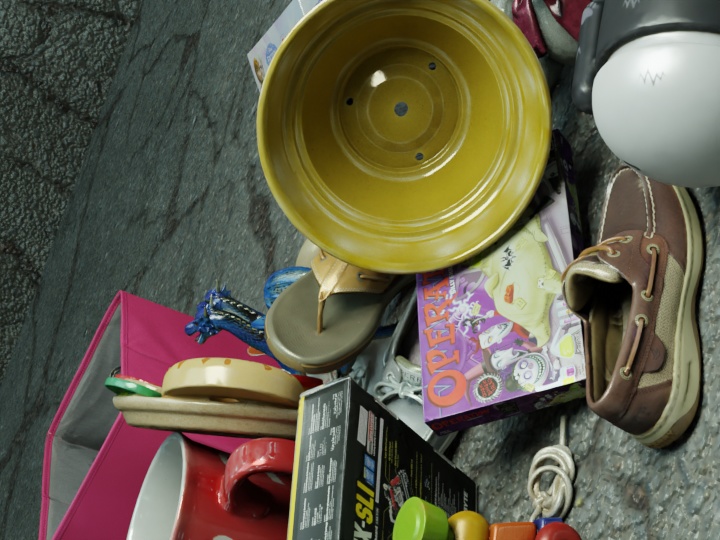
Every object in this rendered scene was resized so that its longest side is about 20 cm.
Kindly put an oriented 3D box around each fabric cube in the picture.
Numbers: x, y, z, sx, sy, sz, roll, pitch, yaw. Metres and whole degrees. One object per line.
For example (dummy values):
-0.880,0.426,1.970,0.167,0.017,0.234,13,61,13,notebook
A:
-0.174,0.173,1.420,0.197,0.198,0.201,-60,23,25,fabric cube

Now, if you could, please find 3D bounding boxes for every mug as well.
-0.052,0.204,1.072,0.177,0.198,0.135,-27,47,64,mug

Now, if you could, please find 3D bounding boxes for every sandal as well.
0.000,0.000,1.122,0.200,0.080,0.054,-41,-34,-33,sandal

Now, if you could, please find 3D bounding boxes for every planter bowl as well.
0.029,-0.106,1.042,0.084,0.199,0.202,-92,28,-74,planter bowl

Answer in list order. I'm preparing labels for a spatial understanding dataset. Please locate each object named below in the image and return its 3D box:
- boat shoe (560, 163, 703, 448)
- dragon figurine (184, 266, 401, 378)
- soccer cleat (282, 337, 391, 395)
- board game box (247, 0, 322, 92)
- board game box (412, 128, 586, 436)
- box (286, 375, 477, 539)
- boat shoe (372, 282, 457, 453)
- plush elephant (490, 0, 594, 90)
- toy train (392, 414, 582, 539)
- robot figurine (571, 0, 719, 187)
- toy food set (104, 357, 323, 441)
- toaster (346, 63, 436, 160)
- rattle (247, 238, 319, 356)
0.160,0.008,0.917,0.072,0.071,0.202,-43,33,49,boat shoe
-0.049,0.038,1.187,0.198,0.100,0.059,-16,39,37,dragon figurine
-0.014,0.089,1.245,0.200,0.084,0.070,157,117,-65,soccer cleat
0.017,-0.219,1.299,0.200,0.198,0.042,158,93,-74,board game box
0.096,0.006,1.033,0.119,0.032,0.202,-21,53,26,board game box
0.016,0.195,0.977,0.049,0.159,0.202,-23,45,30,box
0.055,0.053,1.115,0.074,0.065,0.204,24,87,28,boat shoe
0.130,-0.217,1.060,0.164,0.154,0.202,-10,53,46,plush elephant
0.071,0.166,0.930,0.085,0.115,0.202,-38,37,53,toy train
0.204,-0.147,0.886,0.150,0.123,0.202,116,167,-69,robot figurine
-0.088,0.096,1.098,0.197,0.199,0.049,-3,79,45,toy food set
0.039,-0.132,1.213,0.198,0.115,0.129,-21,21,0,toaster
0.002,0.043,1.255,0.143,0.130,0.200,47,105,21,rattle
